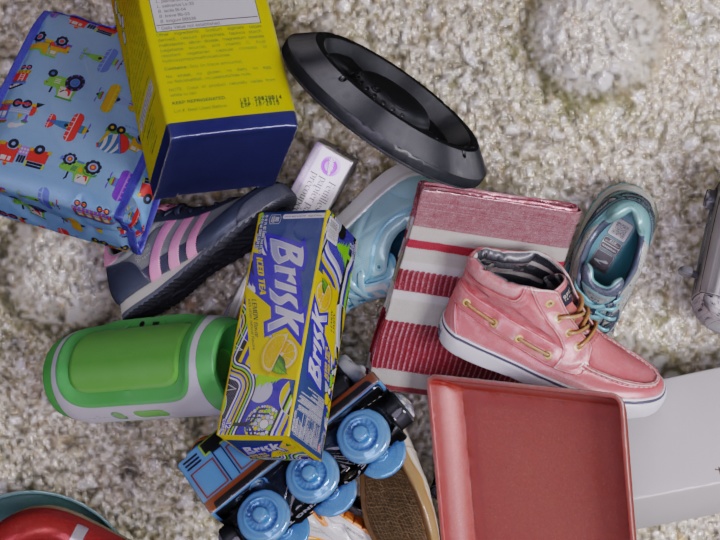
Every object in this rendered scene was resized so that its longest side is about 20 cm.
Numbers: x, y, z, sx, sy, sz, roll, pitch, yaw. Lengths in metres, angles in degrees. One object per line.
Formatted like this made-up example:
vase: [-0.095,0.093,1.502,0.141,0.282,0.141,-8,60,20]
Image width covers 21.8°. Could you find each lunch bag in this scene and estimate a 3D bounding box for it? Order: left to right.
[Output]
lunch bag: [-0.233,-0.136,1.618,0.150,0.094,0.201,16,72,10]

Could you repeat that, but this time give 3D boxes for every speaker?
speaker: [-0.180,0.086,1.618,0.199,0.088,0.089,-6,98,36]

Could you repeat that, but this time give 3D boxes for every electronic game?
electronic game: [0.020,-0.133,1.549,0.200,0.200,0.042,36,108,0]

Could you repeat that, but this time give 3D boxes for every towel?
towel: [0.093,0.021,1.595,0.143,0.023,0.201,9,118,-14]

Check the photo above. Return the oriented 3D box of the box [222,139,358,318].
box: [-0.067,-0.020,1.653,0.039,0.041,0.201,29,100,2]

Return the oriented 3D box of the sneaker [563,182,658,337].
sneaker: [0.194,0.020,1.607,0.077,0.086,0.201,20,99,3]

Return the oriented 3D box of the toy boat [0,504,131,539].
toy boat: [-0.251,0.294,1.630,0.199,0.131,0.131,26,99,2]

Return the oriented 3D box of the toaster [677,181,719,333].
toaster: [0.370,0.005,1.563,0.199,0.114,0.130,20,85,4]

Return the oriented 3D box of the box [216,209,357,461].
box: [-0.059,0.052,1.544,0.070,0.064,0.201,-2,65,25]

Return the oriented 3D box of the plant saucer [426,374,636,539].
plant saucer: [0.150,0.186,1.551,0.199,0.037,0.201,3,103,41]

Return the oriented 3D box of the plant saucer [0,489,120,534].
plant saucer: [-0.293,0.295,1.719,0.199,0.036,0.201,1,98,6]

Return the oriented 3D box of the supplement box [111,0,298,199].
supplement box: [-0.133,-0.175,1.552,0.108,0.110,0.201,-7,68,-18]

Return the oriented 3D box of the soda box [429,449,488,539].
soda box: [0.154,0.236,1.651,0.071,0.063,0.200,-44,91,11]

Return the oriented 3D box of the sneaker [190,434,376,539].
sneaker: [-0.074,0.223,1.670,0.199,0.076,0.092,31,104,2]

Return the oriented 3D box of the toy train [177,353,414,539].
toy train: [-0.051,0.153,1.578,0.200,0.087,0.114,-39,67,0]

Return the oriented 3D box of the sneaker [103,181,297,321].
sneaker: [-0.147,-0.036,1.630,0.200,0.070,0.082,-33,73,20]

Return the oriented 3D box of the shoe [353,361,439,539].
shoe: [0.029,0.171,1.639,0.070,0.053,0.201,-27,78,34]

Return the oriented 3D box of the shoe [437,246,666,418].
shoe: [0.168,0.050,1.545,0.199,0.072,0.091,20,126,2]

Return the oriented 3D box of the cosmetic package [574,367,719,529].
cosmetic package: [0.274,0.153,1.599,0.199,0.085,0.108,-13,63,6]

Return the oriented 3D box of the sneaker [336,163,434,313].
sneaker: [0.000,0.000,1.617,0.200,0.074,0.082,-50,49,10]
